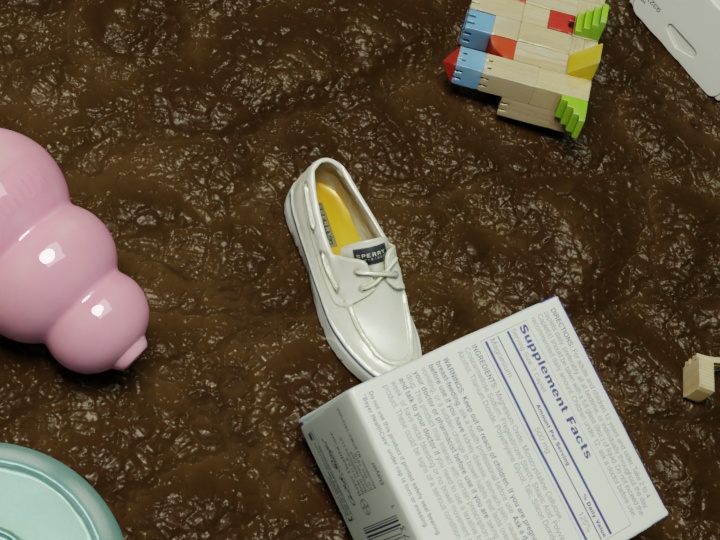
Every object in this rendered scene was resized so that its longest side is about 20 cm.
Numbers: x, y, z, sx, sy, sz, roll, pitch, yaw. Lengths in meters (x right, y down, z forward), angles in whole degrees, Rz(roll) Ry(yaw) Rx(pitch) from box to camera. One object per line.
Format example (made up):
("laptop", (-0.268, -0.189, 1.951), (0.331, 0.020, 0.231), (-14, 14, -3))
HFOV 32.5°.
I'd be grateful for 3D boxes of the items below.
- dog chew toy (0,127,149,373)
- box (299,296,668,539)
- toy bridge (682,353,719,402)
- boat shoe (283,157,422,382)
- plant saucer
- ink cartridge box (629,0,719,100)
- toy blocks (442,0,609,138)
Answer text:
("dog chew toy", (-0.232, -0.006, 0.879), (0.200, 0.125, 0.125), (44, 55, -2))
("box", (0.089, 0.144, 0.908), (0.200, 0.105, 0.184), (-21, 81, -30))
("toy bridge", (0.382, 0.109, 1.107), (0.200, 0.027, 0.067), (17, 55, -12))
("boat shoe", (0.000, 0.000, 0.991), (0.071, 0.070, 0.200), (-12, 69, -26))
("plant saucer", (-0.247, 0.201, 0.804), (0.200, 0.027, 0.201), (9, 59, -16))
("ink cartridge box", (0.411, -0.289, 1.318), (0.200, 0.084, 0.145), (-31, 76, -33))
("toy blocks", (0.154, -0.218, 1.179), (0.136, 0.100, 0.200), (15, 56, 1))
